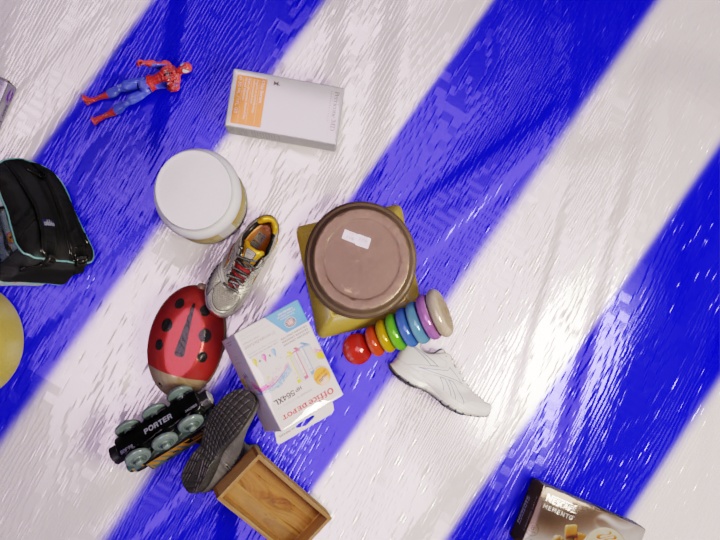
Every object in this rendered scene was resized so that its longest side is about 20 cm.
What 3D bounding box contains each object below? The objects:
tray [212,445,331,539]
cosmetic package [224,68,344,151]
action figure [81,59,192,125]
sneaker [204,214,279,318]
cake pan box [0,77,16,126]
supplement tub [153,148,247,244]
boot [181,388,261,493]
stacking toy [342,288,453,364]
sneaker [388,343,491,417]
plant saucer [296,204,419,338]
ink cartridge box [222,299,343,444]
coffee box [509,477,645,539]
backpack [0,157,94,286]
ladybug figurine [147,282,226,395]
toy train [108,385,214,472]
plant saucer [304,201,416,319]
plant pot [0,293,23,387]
[{"bbox_3d":[-0.147,0.395,1.484,0.099,0.037,0.200,-45,120,-5],"label":"tray"},{"bbox_3d":[-0.131,-0.279,1.532,0.195,0.071,0.104,9,87,-3],"label":"cosmetic package"},{"bbox_3d":[-0.384,-0.320,1.510,0.197,0.099,0.066,-25,91,-6],"label":"action figure"},{"bbox_3d":[-0.203,-0.014,1.496,0.077,0.082,0.203,29,75,-6],"label":"sneaker"},{"bbox_3d":[-0.723,-0.275,1.510,0.196,0.052,0.188,21,85,-2],"label":"cake pan box"},{"bbox_3d":[-0.264,-0.122,1.455,0.141,0.200,0.148,0,88,-3],"label":"supplement tub"},{"bbox_3d":[-0.210,0.292,1.482,0.070,0.131,0.202,41,99,34],"label":"boot"},{"bbox_3d":[0.059,0.108,1.518,0.197,0.085,0.087,-25,89,16],"label":"stacking toy"},{"bbox_3d":[0.148,0.190,1.534,0.198,0.075,0.088,32,82,-2],"label":"sneaker"},{"bbox_3d":[0.000,0.000,1.542,0.195,0.048,0.205,-12,89,-4],"label":"plant saucer"},{"bbox_3d":[-0.127,0.175,1.476,0.127,0.125,0.203,-27,90,-21],"label":"ink cartridge box"},{"bbox_3d":[0.378,0.457,1.531,0.197,0.080,0.116,24,87,-2],"label":"coffee box"},{"bbox_3d":[-0.557,-0.076,1.451,0.151,0.175,0.204,-26,77,26],"label":"backpack"},{"bbox_3d":[-0.301,0.120,1.509,0.133,0.072,0.205,12,87,-2],"label":"ladybug figurine"},{"bbox_3d":[-0.325,0.274,1.483,0.198,0.114,0.086,-32,58,-1],"label":"toy train"},{"bbox_3d":[0.001,-0.018,1.505,0.195,0.029,0.205,0,88,-2],"label":"plant saucer"},{"bbox_3d":[-0.680,0.120,1.453,0.195,0.142,0.205,0,88,-4],"label":"plant pot"}]
